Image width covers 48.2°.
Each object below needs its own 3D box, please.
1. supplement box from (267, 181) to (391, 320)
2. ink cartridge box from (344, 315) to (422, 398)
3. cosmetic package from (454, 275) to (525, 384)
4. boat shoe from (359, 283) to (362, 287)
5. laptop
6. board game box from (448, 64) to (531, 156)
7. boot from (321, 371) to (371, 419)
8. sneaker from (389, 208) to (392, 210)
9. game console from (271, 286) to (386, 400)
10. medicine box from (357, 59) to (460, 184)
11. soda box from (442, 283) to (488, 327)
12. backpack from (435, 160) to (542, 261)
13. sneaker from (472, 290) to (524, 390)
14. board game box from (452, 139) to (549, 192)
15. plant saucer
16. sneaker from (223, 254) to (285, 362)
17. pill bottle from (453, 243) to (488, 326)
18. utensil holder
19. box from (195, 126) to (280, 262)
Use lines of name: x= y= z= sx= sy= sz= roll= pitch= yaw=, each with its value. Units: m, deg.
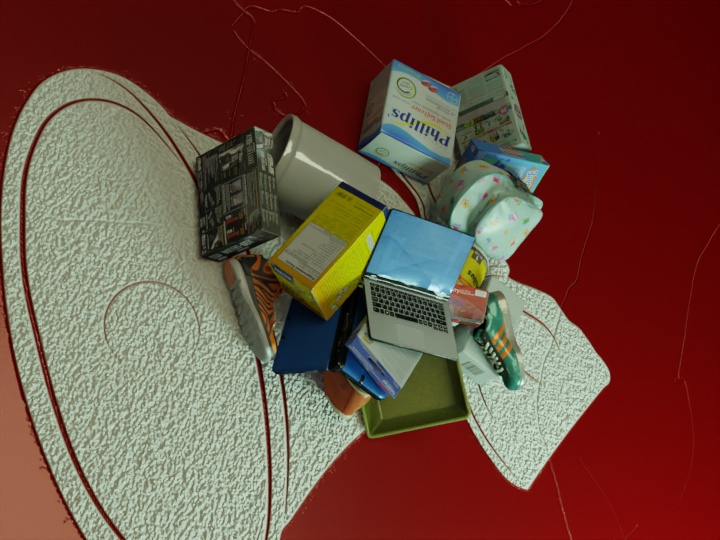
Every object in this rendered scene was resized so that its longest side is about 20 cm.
supplement box: x=-0.044 y=-0.035 z=1.397 sx=0.109 sy=0.110 sz=0.200 roll=32 pitch=70 yaw=29
ink cartridge box: x=0.045 y=0.129 z=1.381 sx=0.119 sy=0.042 sz=0.200 roll=50 pitch=32 yaw=-6
cosmetic package: x=0.260 y=0.123 z=1.678 sx=0.101 sy=0.071 sz=0.200 roll=37 pitch=57 yaw=-14
boat shoe: x=0.000 y=0.000 z=1.565 sx=0.200 sy=0.074 sz=0.063 roll=-20 pitch=95 yaw=-42
laptop: x=0.111 y=0.027 z=1.388 sx=0.187 sy=0.116 sz=0.201 roll=16 pitch=48 yaw=-28
board game box: x=0.289 y=-0.344 z=1.835 sx=0.064 sy=0.147 sz=0.201 roll=16 pitch=59 yaw=-58
boot: x=-0.050 y=0.174 z=1.468 sx=0.075 sy=0.107 sz=0.200 roll=2 pitch=42 yaw=-41
sneaker: x=0.123 y=-0.052 z=1.630 sx=0.090 sy=0.076 sz=0.200 roll=5 pitch=40 yaw=-39
game console: x=-0.039 y=0.130 z=1.418 sx=0.171 sy=0.118 sz=0.200 roll=39 pitch=38 yaw=-23
medicine box: x=0.108 y=-0.320 z=1.745 sx=0.182 sy=0.103 sz=0.201 roll=22 pitch=60 yaw=-22
soda box: x=0.136 y=0.053 z=1.525 sx=0.199 sy=0.070 sz=0.064 roll=13 pitch=78 yaw=0
backpack: x=0.268 y=-0.129 z=1.696 sx=0.200 sy=0.176 sz=0.153 roll=29 pitch=20 yaw=-27
sneaker: x=0.263 y=0.144 z=1.591 sx=0.080 sy=0.071 sz=0.201 roll=-12 pitch=82 yaw=-17
board game box: x=0.298 y=-0.199 z=1.783 sx=0.199 sy=0.152 sz=0.045 roll=8 pitch=36 yaw=-29
plant saucer: x=0.091 y=0.193 z=1.501 sx=0.048 sy=0.199 sz=0.201 roll=20 pitch=57 yaw=-75
sneaker: x=-0.162 y=0.059 z=1.442 sx=0.112 sy=0.078 sz=0.201 roll=-12 pitch=78 yaw=-33
pill bottle: x=0.179 y=0.037 z=1.639 sx=0.109 sy=0.109 sz=0.200 roll=40 pitch=56 yaw=-11
utensil holder: x=-0.085 y=-0.175 z=1.529 sx=0.199 sy=0.170 sz=0.171 roll=25 pitch=59 yaw=-22
box: x=-0.220 y=-0.134 z=1.432 sx=0.050 sy=0.157 sz=0.201 roll=17 pitch=60 yaw=-50
